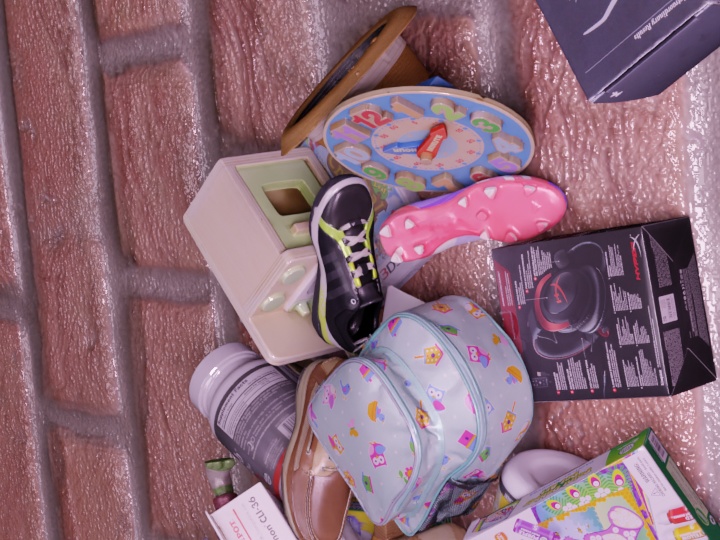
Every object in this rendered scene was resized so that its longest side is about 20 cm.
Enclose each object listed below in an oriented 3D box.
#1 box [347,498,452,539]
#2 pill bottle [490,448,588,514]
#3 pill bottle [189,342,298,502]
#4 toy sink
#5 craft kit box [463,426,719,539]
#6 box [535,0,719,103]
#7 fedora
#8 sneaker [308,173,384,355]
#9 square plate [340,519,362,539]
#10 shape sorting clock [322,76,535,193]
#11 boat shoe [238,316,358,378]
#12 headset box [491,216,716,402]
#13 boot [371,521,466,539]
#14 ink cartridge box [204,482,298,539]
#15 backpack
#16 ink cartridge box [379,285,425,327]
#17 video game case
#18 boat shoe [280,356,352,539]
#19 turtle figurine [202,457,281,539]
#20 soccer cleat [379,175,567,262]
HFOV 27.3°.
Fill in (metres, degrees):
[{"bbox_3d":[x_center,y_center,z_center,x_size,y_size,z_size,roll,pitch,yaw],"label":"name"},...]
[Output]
[{"bbox_3d":[0.030,0.314,1.619,0.199,0.048,0.118,-6,95,47],"label":"box"},{"bbox_3d":[0.169,0.280,1.408,0.112,0.112,0.201,31,120,39],"label":"pill bottle"},{"bbox_3d":[-0.099,0.172,1.678,0.200,0.115,0.116,37,124,37],"label":"pill bottle"},{"bbox_3d":[-0.073,-0.020,1.564,0.201,0.130,0.112,58,134,21],"label":"toy sink"},{"bbox_3d":[0.225,0.266,1.299,0.197,0.049,0.200,-34,96,28],"label":"craft kit box"},{"bbox_3d":[0.224,-0.262,1.233,0.148,0.104,0.201,-38,71,45],"label":"box"},{"bbox_3d":[0.006,-0.172,1.480,0.082,0.201,0.200,41,136,-11],"label":"fedora"},{"bbox_3d":[0.000,0.000,1.480,0.083,0.071,0.201,33,135,43],"label":"sneaker"},{"bbox_3d":[0.007,0.366,1.545,0.200,0.028,0.199,-139,40,-73],"label":"square plate"},{"bbox_3d":[0.063,-0.118,1.383,0.200,0.199,0.039,-21,52,48],"label":"shape sorting clock"},{"bbox_3d":[-0.080,0.075,1.672,0.200,0.065,0.072,31,122,40],"label":"boat shoe"},{"bbox_3d":[0.209,0.039,1.338,0.199,0.075,0.150,-10,91,48],"label":"headset box"},{"bbox_3d":[0.067,0.318,1.478,0.201,0.070,0.145,-141,42,-60],"label":"boot"},{"bbox_3d":[-0.093,0.298,1.568,0.117,0.067,0.200,55,176,18],"label":"ink cartridge box"},{"bbox_3d":[0.058,0.128,1.373,0.176,0.153,0.200,56,129,25],"label":"backpack"},{"bbox_3d":[0.073,0.120,1.511,0.116,0.068,0.201,27,118,41],"label":"ink cartridge box"},{"bbox_3d":[-0.010,-0.062,1.597,0.182,0.022,0.201,-46,65,43],"label":"video game case"},{"bbox_3d":[-0.032,0.184,1.532,0.074,0.075,0.201,-20,62,50],"label":"boat shoe"},{"bbox_3d":[-0.122,0.314,1.712,0.143,0.200,0.195,-8,87,20],"label":"turtle figurine"},{"bbox_3d":[0.110,-0.056,1.436,0.199,0.076,0.067,-16,106,29],"label":"soccer cleat"}]
